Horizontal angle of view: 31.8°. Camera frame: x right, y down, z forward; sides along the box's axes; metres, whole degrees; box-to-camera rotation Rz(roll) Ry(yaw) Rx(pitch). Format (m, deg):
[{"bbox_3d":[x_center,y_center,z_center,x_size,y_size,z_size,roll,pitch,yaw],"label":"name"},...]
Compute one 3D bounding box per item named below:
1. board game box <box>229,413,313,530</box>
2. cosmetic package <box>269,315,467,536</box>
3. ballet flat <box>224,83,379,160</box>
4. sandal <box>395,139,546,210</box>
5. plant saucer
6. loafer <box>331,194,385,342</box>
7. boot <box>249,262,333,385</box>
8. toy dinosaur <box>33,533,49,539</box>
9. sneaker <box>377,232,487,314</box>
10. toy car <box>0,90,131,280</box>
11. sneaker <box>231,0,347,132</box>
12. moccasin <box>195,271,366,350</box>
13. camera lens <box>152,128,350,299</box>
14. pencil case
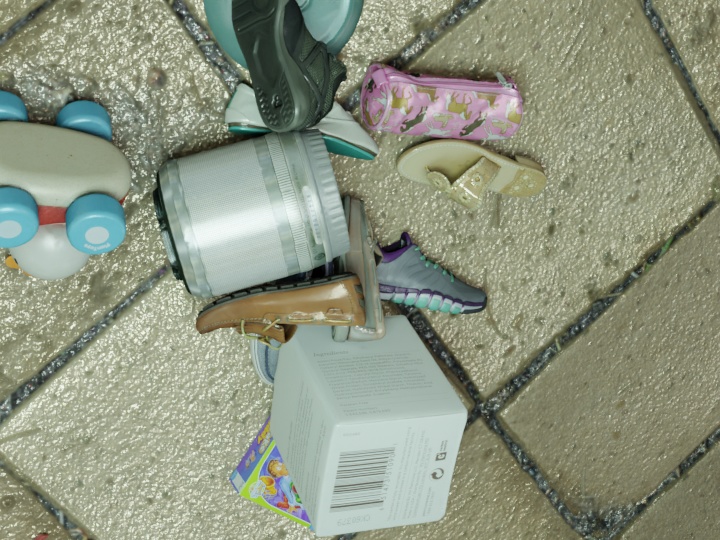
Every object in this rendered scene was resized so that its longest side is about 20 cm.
[{"bbox_3d":[-0.059,0.222,1.631,0.134,0.045,0.201,31,94,-28],"label":"board game box"},{"bbox_3d":[0.003,0.177,1.485,0.164,0.200,0.166,-3,124,-21],"label":"cosmetic package"},{"bbox_3d":[-0.063,-0.179,1.489,0.198,0.069,0.070,10,103,-25],"label":"ballet flat"},{"bbox_3d":[0.150,-0.108,1.582,0.210,0.070,0.078,6,138,-27],"label":"sandal"},{"bbox_3d":[-0.080,-0.318,1.445,0.198,0.036,0.202,-8,110,-21],"label":"plant saucer"},{"bbox_3d":[0.000,0.000,1.512,0.062,0.201,0.072,7,145,-7],"label":"loafer"},{"bbox_3d":[-0.083,0.057,1.539,0.072,0.090,0.202,2,106,-24],"label":"boot"},{"bbox_3d":[-0.372,0.452,1.497,0.104,0.181,0.202,-21,114,-15],"label":"toy dinosaur"},{"bbox_3d":[0.080,0.001,1.603,0.198,0.074,0.088,9,99,-25],"label":"sneaker"},{"bbox_3d":[-0.351,-0.056,1.370,0.175,0.185,0.201,4,134,-24],"label":"toy car"},{"bbox_3d":[-0.078,-0.254,1.411,0.114,0.076,0.201,-12,86,-59],"label":"sneaker"},{"bbox_3d":[-0.090,0.053,1.429,0.199,0.074,0.079,-9,94,9],"label":"moccasin"},{"bbox_3d":[-0.125,-0.065,1.424,0.198,0.160,0.161,-15,113,-4],"label":"camera lens"},{"bbox_3d":[0.097,-0.204,1.534,0.198,0.083,0.087,0,108,-22],"label":"pencil case"}]
